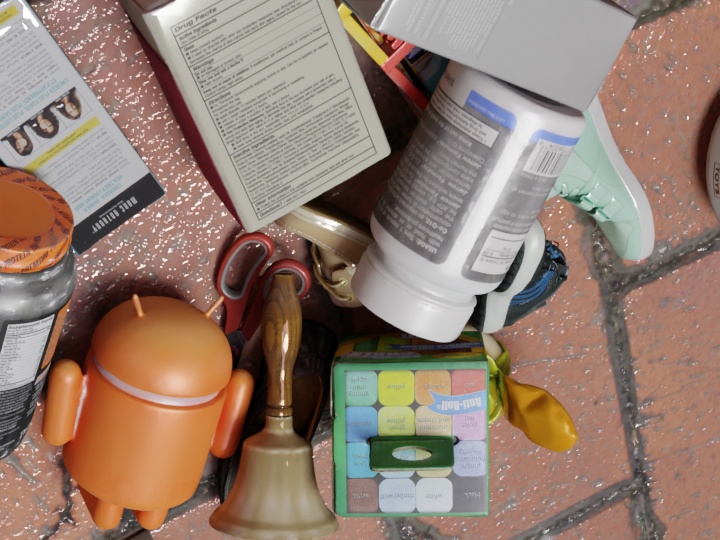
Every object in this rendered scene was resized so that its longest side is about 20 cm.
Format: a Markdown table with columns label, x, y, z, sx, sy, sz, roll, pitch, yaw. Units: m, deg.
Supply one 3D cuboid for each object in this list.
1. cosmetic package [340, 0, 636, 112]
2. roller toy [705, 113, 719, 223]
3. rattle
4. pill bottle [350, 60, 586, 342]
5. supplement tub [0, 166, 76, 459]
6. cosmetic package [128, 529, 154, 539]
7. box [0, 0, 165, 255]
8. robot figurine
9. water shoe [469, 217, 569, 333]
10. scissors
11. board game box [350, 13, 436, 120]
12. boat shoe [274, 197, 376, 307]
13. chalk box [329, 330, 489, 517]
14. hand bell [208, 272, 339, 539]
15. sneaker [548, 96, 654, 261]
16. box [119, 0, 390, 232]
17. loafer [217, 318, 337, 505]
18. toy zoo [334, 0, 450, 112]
| label | x | y | z | sx | sy | sz | roll | pitch | yaw |
| --- | --- | --- | --- | --- | --- | --- | --- | --- | --- |
| cosmetic package | 0.084 | -0.193 | 1.194 | 0.199 | 0.107 | 0.090 | 20 | 108 | -33 |
| roller toy | 0.403 | -0.095 | 1.486 | 0.200 | 0.140 | 0.183 | 33 | 90 | -35 |
| rattle | 0.060 | 0.124 | 1.444 | 0.199 | 0.143 | 0.130 | 6 | 130 | -37 |
| pill bottle | 0.077 | -0.054 | 1.271 | 0.113 | 0.114 | 0.201 | 15 | 112 | -34 |
| supplement tub | -0.274 | 0.033 | 1.198 | 0.122 | 0.123 | 0.201 | 3 | 128 | -29 |
| cosmetic package | -0.239 | 0.325 | 1.436 | 0.199 | 0.087 | 0.104 | -30 | 127 | -9 |
| box | -0.227 | -0.110 | 1.202 | 0.082 | 0.049 | 0.200 | -35 | 129 | -3 |
| robot figurine | -0.166 | 0.106 | 1.326 | 0.143 | 0.117 | 0.201 | 21 | 113 | 6 |
| water shoe | 0.134 | -0.012 | 1.400 | 0.079 | 0.072 | 0.200 | -20 | 164 | -14 |
| scissors | -0.108 | 0.053 | 1.386 | 0.073 | 0.014 | 0.200 | 26 | 120 | -11 |
| board game box | 0.078 | -0.205 | 1.307 | 0.151 | 0.046 | 0.200 | -39 | 129 | -1 |
| boat shoe | 0.000 | 0.000 | 1.374 | 0.200 | 0.074 | 0.069 | 29 | 97 | -38 |
| chalk box | 0.040 | 0.122 | 1.325 | 0.124 | 0.200 | 0.125 | 0 | 95 | 1 |
| hand bell | -0.064 | 0.102 | 1.323 | 0.104 | 0.104 | 0.201 | 0 | 96 | -28 |
| sneaker | 0.167 | -0.066 | 1.420 | 0.118 | 0.074 | 0.201 | -37 | 119 | -11 |
| box | -0.080 | -0.152 | 1.216 | 0.127 | 0.109 | 0.201 | -29 | 128 | -9 |
| loafer | -0.074 | 0.139 | 1.407 | 0.072 | 0.072 | 0.201 | 14 | 115 | -10 |
| toy zoo | 0.061 | -0.197 | 1.260 | 0.131 | 0.020 | 0.200 | -45 | 128 | 4 |
